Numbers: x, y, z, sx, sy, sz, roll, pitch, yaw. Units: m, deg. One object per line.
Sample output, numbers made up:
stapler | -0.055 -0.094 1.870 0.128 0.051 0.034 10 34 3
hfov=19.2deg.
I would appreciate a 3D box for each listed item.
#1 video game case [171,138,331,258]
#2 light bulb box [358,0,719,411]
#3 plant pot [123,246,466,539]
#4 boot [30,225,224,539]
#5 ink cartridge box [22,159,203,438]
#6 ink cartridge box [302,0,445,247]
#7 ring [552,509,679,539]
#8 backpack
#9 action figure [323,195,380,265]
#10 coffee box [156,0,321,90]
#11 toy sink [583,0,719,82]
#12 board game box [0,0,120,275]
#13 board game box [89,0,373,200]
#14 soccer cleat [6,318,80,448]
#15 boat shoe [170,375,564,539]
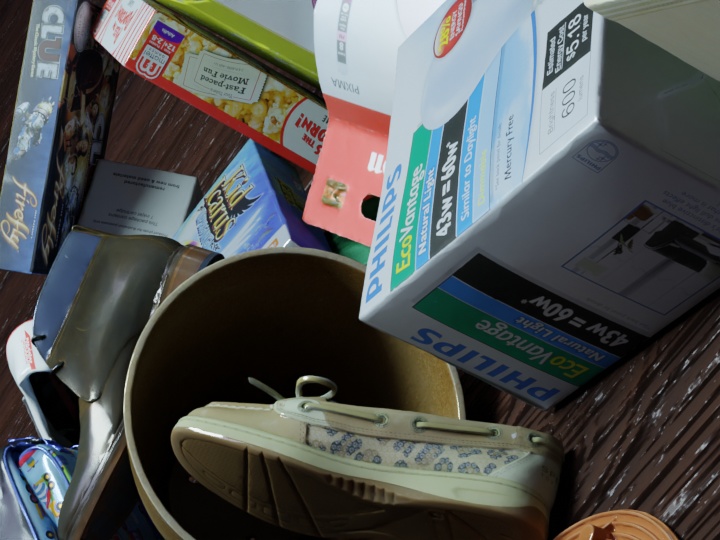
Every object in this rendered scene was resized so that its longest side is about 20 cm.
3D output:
video game case | -0.100 0.022 1.404 0.181 0.045 0.200 -50 22 10
light bulb box | 0.111 -0.070 1.077 0.200 0.125 0.199 -41 31 44
plant pot | -0.054 0.106 1.227 0.200 0.186 0.187 124 164 -68
boot | -0.161 0.068 1.284 0.075 0.097 0.201 60 -129 -71
ink cartridge box | -0.178 0.041 1.612 0.147 0.083 0.201 83 -160 -63
ink cartridge box | 0.030 -0.110 1.272 0.162 0.057 0.201 22 93 44
ring | 0.086 0.201 0.971 0.200 0.019 0.201 -49 26 34
backpack | -0.177 0.207 1.379 0.134 0.200 0.183 -32 66 14
action figure | 0.000 0.000 1.359 0.200 0.055 0.118 -34 34 44
coffee box | -0.007 -0.228 1.433 0.198 0.199 0.200 -64 21 -1
toy sink | 0.177 -0.155 0.910 0.112 0.200 0.131 -1 66 67
board game box | -0.221 -0.097 1.569 0.135 0.034 0.201 7 -87 -81
board game box | -0.084 -0.127 1.498 0.046 0.200 0.151 -59 20 5
soccer cleat | -0.179 0.120 1.459 0.068 0.200 0.085 -27 25 6
boat shoe | 0.003 0.097 1.085 0.073 0.199 0.063 88 -162 -54
